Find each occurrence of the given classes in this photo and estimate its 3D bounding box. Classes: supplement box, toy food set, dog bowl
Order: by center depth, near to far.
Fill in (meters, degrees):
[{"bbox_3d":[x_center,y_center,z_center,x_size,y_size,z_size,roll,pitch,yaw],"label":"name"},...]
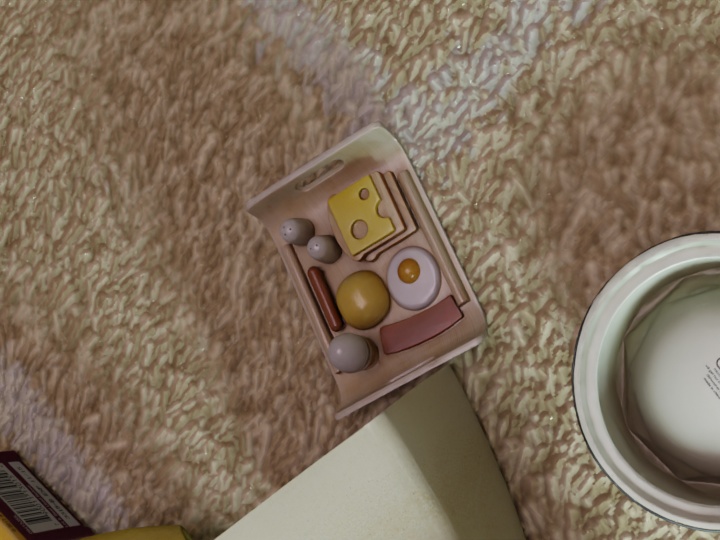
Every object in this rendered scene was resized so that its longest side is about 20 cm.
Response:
[{"bbox_3d":[0.253,0.077,0.827,0.198,0.074,0.203,-2,85,25],"label":"dog bowl"},{"bbox_3d":[0.000,0.000,0.957,0.143,0.060,0.202,-30,75,20],"label":"toy food set"},{"bbox_3d":[-0.357,0.286,1.081,0.131,0.103,0.201,38,101,22],"label":"supplement box"}]

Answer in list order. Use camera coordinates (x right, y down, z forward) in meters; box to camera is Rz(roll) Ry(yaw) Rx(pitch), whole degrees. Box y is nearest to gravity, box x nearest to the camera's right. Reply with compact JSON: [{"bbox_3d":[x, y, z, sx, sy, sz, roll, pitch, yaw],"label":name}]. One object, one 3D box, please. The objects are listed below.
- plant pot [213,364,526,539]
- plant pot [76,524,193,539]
[{"bbox_3d":[0.019,0.213,0.870,0.199,0.200,0.178,-39,82,18],"label":"plant pot"},{"bbox_3d":[-0.181,0.291,0.968,0.141,0.200,0.201,-33,71,-9],"label":"plant pot"}]
